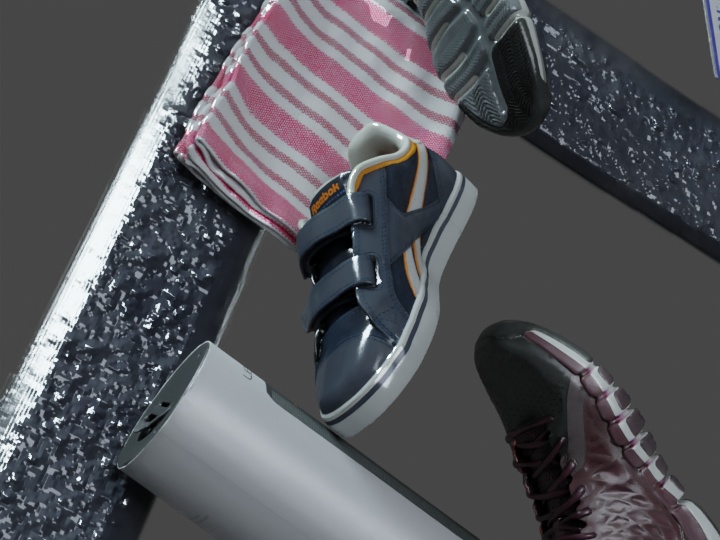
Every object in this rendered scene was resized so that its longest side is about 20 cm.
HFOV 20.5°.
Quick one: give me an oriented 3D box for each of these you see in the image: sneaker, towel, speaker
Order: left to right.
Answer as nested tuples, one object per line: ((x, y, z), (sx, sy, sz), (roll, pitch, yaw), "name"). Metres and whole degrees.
((-0.024, 0.124, 1.013), (0.200, 0.081, 0.081), (37, 54, -10), "speaker")
((-0.009, -0.095, 1.159), (0.146, 0.030, 0.200), (36, 54, -13), "towel")
((0.000, 0.000, 1.054), (0.079, 0.078, 0.200), (39, 38, -16), "sneaker")
((0.086, -0.168, 1.209), (0.115, 0.075, 0.200), (-3, 57, -46), "sneaker")
((0.114, 0.129, 1.099), (0.200, 0.076, 0.115), (49, 55, -2), "sneaker")

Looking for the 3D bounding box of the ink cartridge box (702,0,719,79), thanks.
((0.300, -0.197, 1.387), (0.199, 0.047, 0.199), (7, 66, -27), "ink cartridge box")
